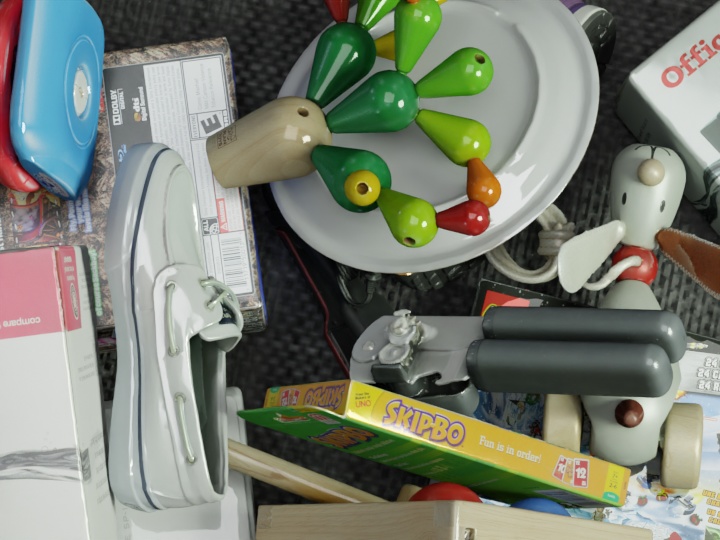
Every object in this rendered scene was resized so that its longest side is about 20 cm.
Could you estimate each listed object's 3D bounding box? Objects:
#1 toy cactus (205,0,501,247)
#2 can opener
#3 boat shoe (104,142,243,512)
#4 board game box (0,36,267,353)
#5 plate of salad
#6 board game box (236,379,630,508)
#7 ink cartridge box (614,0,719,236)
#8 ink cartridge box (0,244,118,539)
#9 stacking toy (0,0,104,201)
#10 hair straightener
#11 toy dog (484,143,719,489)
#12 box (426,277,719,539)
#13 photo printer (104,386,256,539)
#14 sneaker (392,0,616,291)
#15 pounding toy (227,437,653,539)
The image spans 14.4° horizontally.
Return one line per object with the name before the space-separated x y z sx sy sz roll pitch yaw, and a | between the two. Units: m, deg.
toy cactus | -0.007 -0.086 1.560 0.165 0.102 0.201 -19 62 14
can opener | 0.084 0.050 1.559 0.199 0.067 0.053 -4 42 31
boat shoe | -0.094 0.030 1.547 0.067 0.074 0.201 -1 89 23
board game box | -0.162 -0.035 1.649 0.199 0.097 0.160 -7 80 -1
plate of salad | 0.042 -0.082 1.621 0.199 0.048 0.201 -11 57 18
board game box | 0.039 0.094 1.544 0.200 0.095 0.030 16 77 -28
ink cartridge box | 0.265 -0.074 1.665 0.147 0.083 0.200 -39 81 -8
ink cartridge box | -0.180 0.089 1.514 0.082 0.147 0.201 -6 90 0
stacking toy | -0.247 -0.100 1.570 0.199 0.116 0.110 2 76 12
hair straightener | 0.000 0.000 1.654 0.041 0.077 0.200 -10 64 -38
toy dog | 0.150 0.026 1.599 0.131 0.096 0.201 -14 80 -3
box | 0.148 0.096 1.655 0.199 0.040 0.137 15 81 3
photo printer | -0.157 0.158 1.628 0.199 0.069 0.167 -6 80 -1
sneaker | 0.064 -0.083 1.684 0.087 0.076 0.200 30 80 25
pounding toy | 0.025 0.162 1.558 0.184 0.200 0.143 12 78 -42
